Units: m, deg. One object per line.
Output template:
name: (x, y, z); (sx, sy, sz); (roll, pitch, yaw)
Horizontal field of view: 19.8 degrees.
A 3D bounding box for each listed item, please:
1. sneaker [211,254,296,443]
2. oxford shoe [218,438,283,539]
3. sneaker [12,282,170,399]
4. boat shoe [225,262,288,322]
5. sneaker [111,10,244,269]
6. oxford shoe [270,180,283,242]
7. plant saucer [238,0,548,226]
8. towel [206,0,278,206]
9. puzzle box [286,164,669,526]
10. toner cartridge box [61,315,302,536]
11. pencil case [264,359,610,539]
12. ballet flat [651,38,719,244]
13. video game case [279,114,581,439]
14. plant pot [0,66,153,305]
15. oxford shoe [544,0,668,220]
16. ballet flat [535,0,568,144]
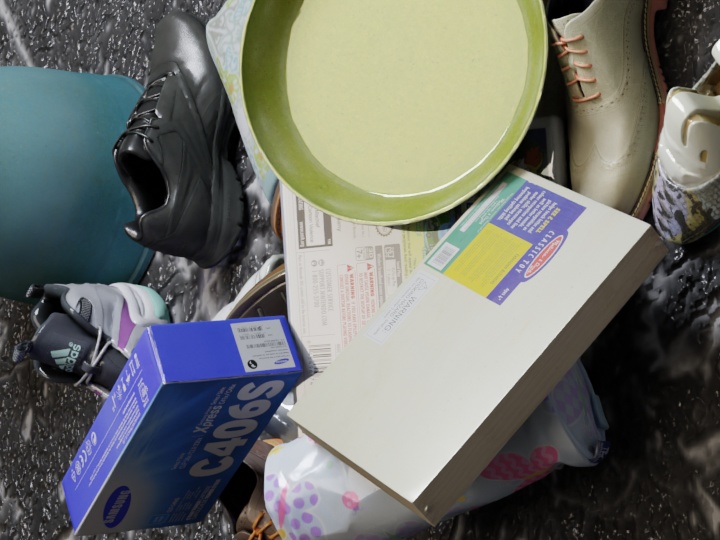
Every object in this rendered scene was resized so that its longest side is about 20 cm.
sneaker: (-0.032, 0.053, 1.377); (0.200, 0.078, 0.100); (45, 113, 44)
oxford shoe: (-0.044, 0.184, 1.362); (0.200, 0.073, 0.071); (46, 118, 45)
sneaker: (-0.186, 0.073, 1.505); (0.200, 0.140, 0.078); (45, 116, 46)
boat shoe: (0.000, 0.000, 1.326); (0.200, 0.072, 0.068); (-29, 21, 17)
sneaker: (-0.138, -0.104, 1.525); (0.076, 0.091, 0.201); (-30, 59, 46)
oxford shoe: (0.010, -0.073, 1.356); (0.200, 0.071, 0.071); (-49, 52, 31)
plant saucer: (0.022, -0.125, 1.234); (0.199, 0.031, 0.201); (-2, 86, 24)
towel: (-0.027, -0.165, 1.438); (0.200, 0.048, 0.172); (-47, 47, 34)
puzzle box: (0.063, 0.036, 1.142); (0.200, 0.025, 0.133); (-48, 36, -9)
toner cartridge box: (-0.117, 0.101, 1.316); (0.200, 0.095, 0.043); (-57, 44, 49)
pencil case: (0.042, 0.106, 1.187); (0.200, 0.091, 0.083); (-25, 76, 19)
ballet flat: (0.204, -0.099, 1.122); (0.201, 0.072, 0.072); (-54, 46, 29)
video game case: (0.041, 0.015, 1.250); (0.182, 0.022, 0.201); (-5, 86, 22)
plant pot: (-0.282, -0.071, 1.616); (0.200, 0.188, 0.201); (-13, 73, 48)
oxford shoe: (0.134, -0.118, 1.206); (0.071, 0.074, 0.201); (-10, 76, 47)
ballet flat: (0.096, -0.135, 1.266); (0.067, 0.062, 0.201); (9, 90, 51)
